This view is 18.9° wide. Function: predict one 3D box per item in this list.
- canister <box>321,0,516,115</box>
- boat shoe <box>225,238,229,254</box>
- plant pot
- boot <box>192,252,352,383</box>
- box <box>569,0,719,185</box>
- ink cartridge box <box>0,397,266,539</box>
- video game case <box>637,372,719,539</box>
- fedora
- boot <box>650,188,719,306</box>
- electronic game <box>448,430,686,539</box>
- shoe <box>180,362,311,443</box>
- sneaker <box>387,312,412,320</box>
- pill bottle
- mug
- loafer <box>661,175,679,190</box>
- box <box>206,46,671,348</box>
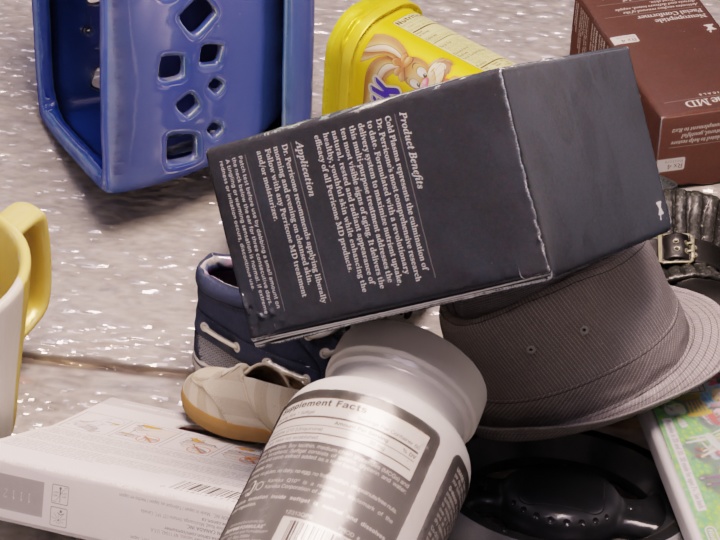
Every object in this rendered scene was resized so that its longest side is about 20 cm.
[{"bbox_3d":[0.072,-0.102,1.608,0.200,0.149,0.087,31,45,31],"label":"canister"},{"bbox_3d":[-0.058,-0.049,1.568,0.075,0.069,0.200,1,21,1],"label":"boat shoe"},{"bbox_3d":[-0.141,-0.187,1.656,0.180,0.200,0.200,-8,25,-22],"label":"plant pot"},{"bbox_3d":[-0.023,0.053,1.446,0.200,0.090,0.073,14,39,16],"label":"boot"},{"bbox_3d":[0.247,-0.153,1.741,0.100,0.075,0.200,-9,40,-13],"label":"box"},{"bbox_3d":[-0.117,0.132,1.358,0.200,0.045,0.176,10,10,22],"label":"ink cartridge box"},{"bbox_3d":[0.277,0.126,1.316,0.182,0.022,0.200,-6,37,-6],"label":"video game case"},{"bbox_3d":[0.131,0.026,1.388,0.200,0.090,0.177,-16,27,9],"label":"fedora"},{"bbox_3d":[0.256,0.017,1.511,0.211,0.080,0.158,8,38,10],"label":"boot"},{"bbox_3d":[0.123,0.149,1.345,0.200,0.042,0.200,5,22,-2],"label":"electronic game"},{"bbox_3d":[-0.042,0.086,1.384,0.070,0.053,0.200,-3,13,-42],"label":"shoe"},{"bbox_3d":[0.000,0.000,1.490,0.080,0.074,0.200,-4,-3,9],"label":"sneaker"},{"bbox_3d":[-0.006,0.132,1.216,0.116,0.116,0.200,15,53,17],"label":"pill bottle"},{"bbox_3d":[-0.265,0.051,1.390,0.186,0.153,0.149,-16,40,-23],"label":"mug"},{"bbox_3d":[0.155,-0.095,1.652,0.200,0.071,0.068,25,20,28],"label":"loafer"},{"bbox_3d":[0.050,-0.046,1.276,0.196,0.124,0.200,-12,3,28],"label":"box"}]
